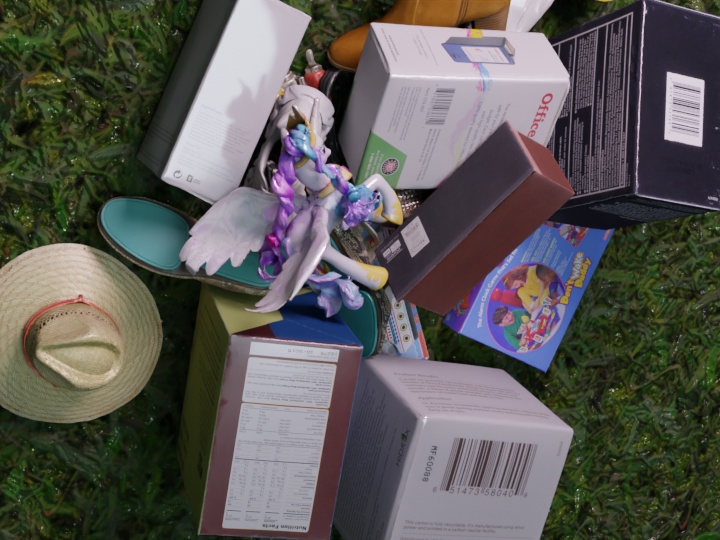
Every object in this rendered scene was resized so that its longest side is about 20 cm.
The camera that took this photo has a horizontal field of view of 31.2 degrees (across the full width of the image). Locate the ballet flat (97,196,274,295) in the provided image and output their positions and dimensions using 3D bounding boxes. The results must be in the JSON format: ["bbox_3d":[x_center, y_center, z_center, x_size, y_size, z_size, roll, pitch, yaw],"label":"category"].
[{"bbox_3d":[-0.170,-0.018,1.303,0.197,0.065,0.071,22,79,0],"label":"ballet flat"}]

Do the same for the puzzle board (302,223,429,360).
[{"bbox_3d":[-0.011,0.040,1.425,0.149,0.017,0.203,-22,113,-16],"label":"puzzle board"}]

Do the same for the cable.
[{"bbox_3d":[-0.042,-0.132,1.355,0.096,0.050,0.203,-30,121,-27],"label":"cable"}]

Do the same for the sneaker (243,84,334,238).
[{"bbox_3d":[-0.084,-0.084,1.298,0.074,0.081,0.202,16,119,0],"label":"sneaker"}]

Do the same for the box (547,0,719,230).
[{"bbox_3d":[0.280,-0.158,1.367,0.121,0.198,0.204,8,83,-26],"label":"box"}]

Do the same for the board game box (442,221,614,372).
[{"bbox_3d":[0.198,-0.001,1.488,0.133,0.045,0.202,24,94,-27],"label":"board game box"}]

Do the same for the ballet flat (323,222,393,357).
[{"bbox_3d":[0.000,0.000,1.368,0.075,0.067,0.202,-46,132,-30],"label":"ballet flat"}]

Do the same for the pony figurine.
[{"bbox_3d":[-0.051,-0.038,1.208,0.194,0.166,0.200,-56,138,-6],"label":"pony figurine"}]

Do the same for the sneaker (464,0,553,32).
[{"bbox_3d":[0.133,-0.261,1.382,0.088,0.075,0.201,33,93,-7],"label":"sneaker"}]

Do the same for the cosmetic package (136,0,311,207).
[{"bbox_3d":[-0.136,-0.176,1.257,0.080,0.113,0.202,23,97,-28],"label":"cosmetic package"}]

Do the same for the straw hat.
[{"bbox_3d":[-0.281,0.076,1.278,0.198,0.085,0.205,-7,108,-22],"label":"straw hat"}]

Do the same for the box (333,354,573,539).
[{"bbox_3d":[0.090,0.220,1.425,0.196,0.171,0.203,8,107,-27],"label":"box"}]

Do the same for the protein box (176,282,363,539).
[{"bbox_3d":[-0.098,0.136,1.302,0.133,0.199,0.203,7,103,-16],"label":"protein box"}]

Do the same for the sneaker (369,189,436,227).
[{"bbox_3d":[0.080,-0.085,1.407,0.198,0.075,0.072,-6,87,-44],"label":"sneaker"}]

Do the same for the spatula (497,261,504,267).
[{"bbox_3d":[0.142,-0.100,1.402,0.056,0.020,0.203,22,67,-38],"label":"spatula"}]

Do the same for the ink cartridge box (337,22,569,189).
[{"bbox_3d":[0.092,-0.161,1.299,0.197,0.088,0.147,0,135,-20],"label":"ink cartridge box"}]

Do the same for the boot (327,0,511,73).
[{"bbox_3d":[0.057,-0.278,1.285,0.198,0.072,0.145,-11,142,-1],"label":"boot"}]

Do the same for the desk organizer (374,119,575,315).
[{"bbox_3d":[0.115,-0.048,1.309,0.076,0.072,0.200,21,124,-44],"label":"desk organizer"}]
